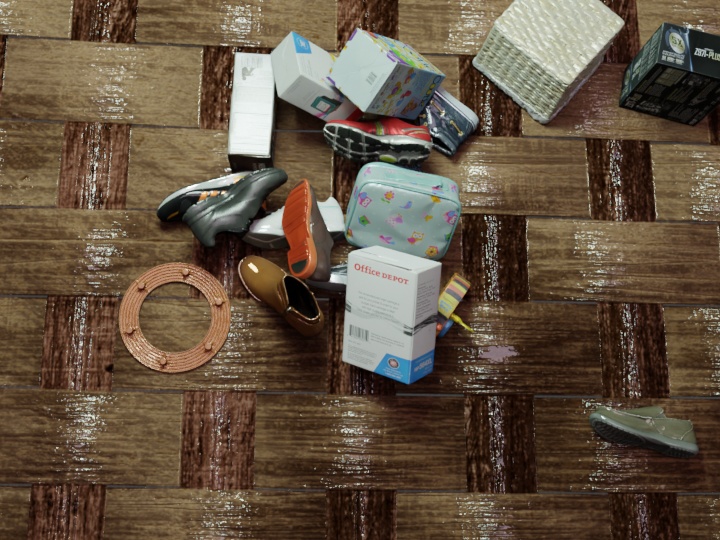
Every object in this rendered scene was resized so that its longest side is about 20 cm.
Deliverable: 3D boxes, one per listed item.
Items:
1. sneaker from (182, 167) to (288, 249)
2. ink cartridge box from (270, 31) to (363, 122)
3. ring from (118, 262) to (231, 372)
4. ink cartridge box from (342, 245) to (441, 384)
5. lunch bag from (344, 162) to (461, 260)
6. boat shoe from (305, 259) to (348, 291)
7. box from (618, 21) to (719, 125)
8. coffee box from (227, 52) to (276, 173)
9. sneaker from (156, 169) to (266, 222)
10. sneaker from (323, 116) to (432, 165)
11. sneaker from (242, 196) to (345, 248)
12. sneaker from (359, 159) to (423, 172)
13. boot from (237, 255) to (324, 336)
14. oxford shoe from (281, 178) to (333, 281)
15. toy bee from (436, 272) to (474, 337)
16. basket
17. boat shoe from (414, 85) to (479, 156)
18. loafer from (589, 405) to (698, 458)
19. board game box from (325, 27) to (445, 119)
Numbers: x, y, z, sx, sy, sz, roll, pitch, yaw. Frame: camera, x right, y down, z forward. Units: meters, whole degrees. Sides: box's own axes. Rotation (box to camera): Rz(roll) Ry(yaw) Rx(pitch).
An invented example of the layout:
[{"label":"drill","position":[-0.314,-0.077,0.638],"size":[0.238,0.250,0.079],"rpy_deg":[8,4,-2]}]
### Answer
[{"label":"sneaker","position":[-0.209,-0.109,1.540],"size":[0.200,0.076,0.091],"rpy_deg":[-32,86,-7]},{"label":"ink cartridge box","position":[-0.061,-0.334,1.595],"size":[0.200,0.067,0.116],"rpy_deg":[20,44,-39]},{"label":"ring","position":[-0.332,0.082,1.568],"size":[0.200,0.019,0.201],"rpy_deg":[1,77,-4]},{"label":"ink cartridge box","position":[0.052,0.072,1.491],"size":[0.146,0.084,0.201],"rpy_deg":[17,111,35]},{"label":"lunch bag","position":[0.080,-0.107,1.567],"size":[0.199,0.161,0.077],"rpy_deg":[11,35,-7]},{"label":"boat shoe","position":[0.000,0.000,1.585],"size":[0.199,0.072,0.068],"rpy_deg":[1,78,-7]},{"label":"box","position":[0.603,-0.366,1.653],"size":[0.163,0.200,0.086],"rpy_deg":[14,77,0]},{"label":"coffee box","position":[-0.197,-0.284,1.620],"size":[0.080,0.113,0.201],"rpy_deg":[3,77,-3]},{"label":"sneaker","position":[-0.267,-0.113,1.594],"size":[0.200,0.070,0.090],"rpy_deg":[-20,75,-11]},{"label":"sneaker","position":[0.032,-0.245,1.593],"size":[0.199,0.077,0.085],"rpy_deg":[10,52,-5]},{"label":"sneaker","position":[-0.127,-0.089,1.605],"size":[0.200,0.070,0.080],"rpy_deg":[-5,71,-13]},{"label":"sneaker","position":[0.085,-0.199,1.637],"size":[0.200,0.079,0.096],"rpy_deg":[41,75,6]},{"label":"boot","position":[-0.140,0.035,1.523],"size":[0.077,0.155,0.200],"rpy_deg":[-38,82,-11]},{"label":"oxford shoe","position":[-0.089,-0.068,1.543],"size":[0.072,0.071,0.201],"rpy_deg":[22,53,-40]},{"label":"toy bee","position":[0.141,0.088,1.556],"size":[0.131,0.109,0.201],"rpy_deg":[16,76,-4]},{"label":"basket","position":[0.359,-0.430,1.673],"size":[0.200,0.161,0.198],"rpy_deg":[42,76,4]},{"label":"boat shoe","position":[0.124,-0.307,1.669],"size":[0.200,0.071,0.091],"rpy_deg":[36,75,4]},{"label":"loafer","position":[0.504,0.276,1.562],"size":[0.199,0.075,0.070],"rpy_deg":[18,64,-4]},{"label":"board game box","position":[0.048,-0.346,1.561],"size":[0.103,0.200,0.105],"rpy_deg":[45,113,19]}]
